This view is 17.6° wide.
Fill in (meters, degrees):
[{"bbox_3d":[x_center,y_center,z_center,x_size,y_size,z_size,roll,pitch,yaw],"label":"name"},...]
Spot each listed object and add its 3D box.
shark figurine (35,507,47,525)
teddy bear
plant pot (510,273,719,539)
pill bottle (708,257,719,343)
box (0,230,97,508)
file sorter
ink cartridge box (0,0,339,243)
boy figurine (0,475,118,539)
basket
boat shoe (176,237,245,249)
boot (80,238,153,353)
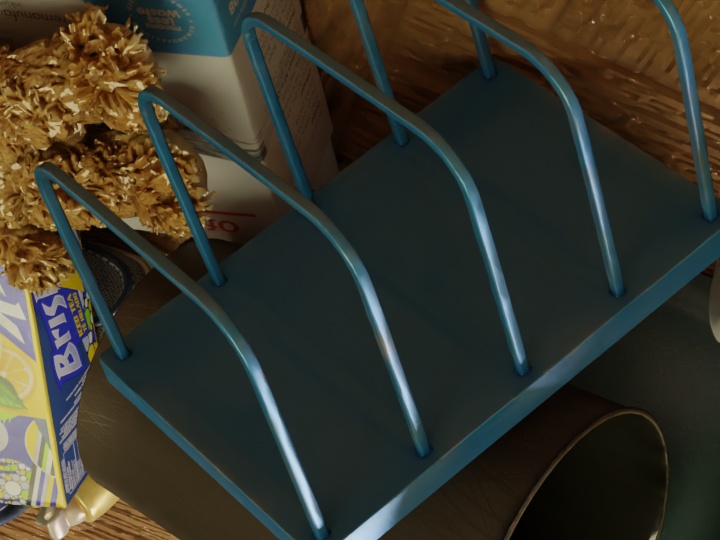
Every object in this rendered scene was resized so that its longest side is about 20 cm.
[{"bbox_3d":[-0.171,0.092,1.207,0.213,0.090,0.128,18,146,-2],"label":"shark figurine"},{"bbox_3d":[-0.148,-0.050,0.882,0.199,0.067,0.145,13,145,14],"label":"teddy bear"},{"bbox_3d":[0.094,0.099,1.040,0.199,0.135,0.201,13,147,8],"label":"plant pot"},{"bbox_3d":[0.238,0.009,0.858,0.199,0.110,0.110,19,147,-1],"label":"pill bottle"},{"bbox_3d":[-0.162,0.002,1.016,0.070,0.064,0.201,2,118,14],"label":"box"},{"bbox_3d":[0.007,-0.026,0.811,0.139,0.200,0.123,37,157,41],"label":"file sorter"},{"bbox_3d":[-0.082,-0.075,0.935,0.115,0.067,0.200,7,145,17],"label":"ink cartridge box"},{"bbox_3d":[-0.145,0.079,1.130,0.124,0.199,0.065,47,155,47],"label":"boy figurine"},{"bbox_3d":[-0.001,0.077,0.906,0.199,0.136,0.180,26,164,25],"label":"basket"},{"bbox_3d":[0.000,0.000,1.000,0.199,0.068,0.072,0,132,32],"label":"boat shoe"},{"bbox_3d":[-0.190,-0.001,1.089,0.199,0.073,0.090,1,149,26],"label":"boot"}]
